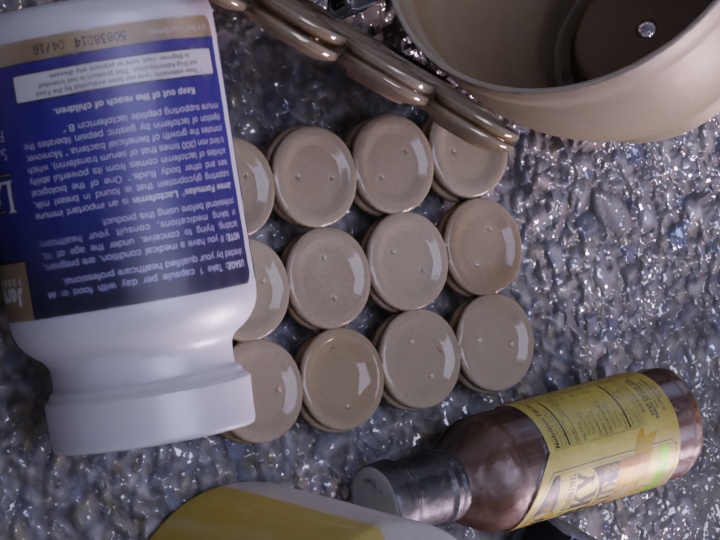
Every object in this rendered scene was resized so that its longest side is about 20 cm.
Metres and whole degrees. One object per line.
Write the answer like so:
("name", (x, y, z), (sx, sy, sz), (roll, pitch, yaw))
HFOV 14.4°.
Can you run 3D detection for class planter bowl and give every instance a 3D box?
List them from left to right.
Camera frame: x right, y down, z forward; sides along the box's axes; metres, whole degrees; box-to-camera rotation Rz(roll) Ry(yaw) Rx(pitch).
("planter bowl", (0.131, -0.146, 1.448), (0.135, 0.200, 0.200), (46, 59, -53))

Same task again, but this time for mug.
("mug", (-0.025, 0.180, 1.317), (0.187, 0.153, 0.149), (-27, 102, -33))

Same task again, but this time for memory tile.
("memory tile", (-0.025, -0.115, 1.343), (0.200, 0.153, 0.017), (27, 98, -24))
("memory tile", (0.000, 0.000, 1.425), (0.200, 0.017, 0.153), (-10, 92, -36))

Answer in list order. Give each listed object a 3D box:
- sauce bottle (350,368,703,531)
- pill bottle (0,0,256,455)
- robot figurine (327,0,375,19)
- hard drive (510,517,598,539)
("sauce bottle", (0.084, 0.098, 1.458), (0.200, 0.065, 0.065), (-13, 94, -34))
("pill bottle", (-0.109, -0.022, 1.296), (0.116, 0.116, 0.200), (-10, 91, -36))
("robot figurine", (-0.016, -0.218, 1.386), (0.145, 0.058, 0.200), (39, 43, -26))
("hard drive", (0.140, 0.225, 1.497), (0.200, 0.042, 0.135), (39, 65, -27))
